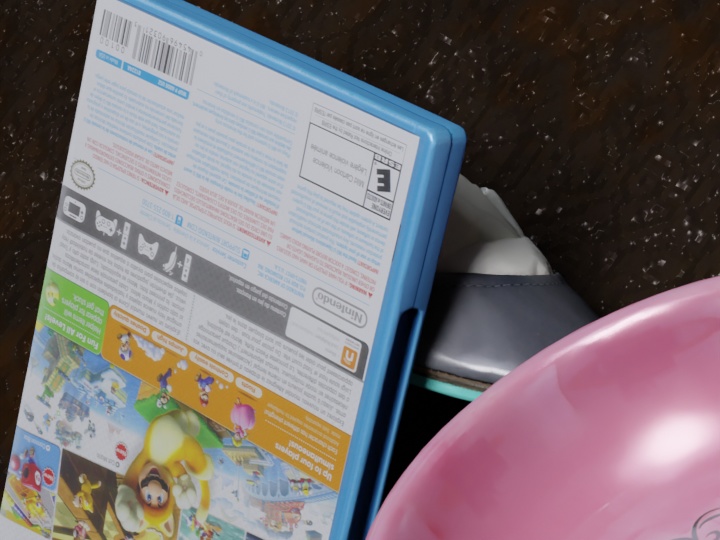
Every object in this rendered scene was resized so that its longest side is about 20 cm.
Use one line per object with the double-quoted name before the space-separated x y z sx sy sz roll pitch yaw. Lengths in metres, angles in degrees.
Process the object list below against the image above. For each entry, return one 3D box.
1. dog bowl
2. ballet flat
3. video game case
"dog bowl" 0.086 0.076 0.730 0.200 0.074 0.200 -24 25 12
"ballet flat" 0.000 0.000 0.877 0.200 0.073 0.073 8 71 37
"video game case" -0.045 0.030 0.865 0.143 0.018 0.200 27 112 38
